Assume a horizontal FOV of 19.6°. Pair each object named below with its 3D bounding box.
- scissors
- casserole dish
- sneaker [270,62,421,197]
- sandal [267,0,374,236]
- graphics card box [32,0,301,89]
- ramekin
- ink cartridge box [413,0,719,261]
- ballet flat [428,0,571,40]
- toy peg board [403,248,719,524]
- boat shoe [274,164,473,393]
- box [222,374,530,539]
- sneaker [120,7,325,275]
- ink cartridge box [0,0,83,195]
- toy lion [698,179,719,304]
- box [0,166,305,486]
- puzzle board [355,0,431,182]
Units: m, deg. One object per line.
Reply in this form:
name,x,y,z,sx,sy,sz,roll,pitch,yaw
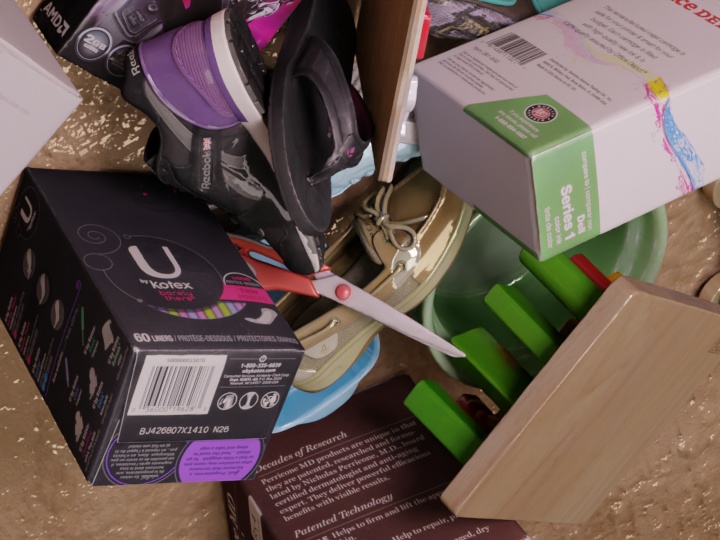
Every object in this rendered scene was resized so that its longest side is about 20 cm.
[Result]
scissors,-0.020,0.003,1.384,0.014,0.200,0.073,67,37,-82
casserole dish,-0.063,0.035,1.479,0.121,0.039,0.200,-35,137,-3
sneaker,-0.013,-0.087,1.395,0.200,0.074,0.082,-2,132,-20
sandal,-0.019,-0.110,1.280,0.048,0.201,0.075,-13,138,22
graphics card box,-0.091,-0.193,1.267,0.200,0.051,0.125,-49,136,13
ramekin,0.112,-0.021,1.502,0.200,0.098,0.200,-17,133,-20
ink cartridge box,0.155,-0.105,1.330,0.200,0.145,0.084,-24,127,-20
ballet flat,0.095,-0.175,1.400,0.200,0.072,0.072,9,119,-37
toy peg board,0.144,0.072,1.479,0.200,0.098,0.199,-52,150,15
boat shoe,-0.001,-0.001,1.415,0.063,0.073,0.201,26,118,-38
box,0.012,0.220,1.561,0.164,0.200,0.166,-21,133,-17
sneaker,-0.085,-0.072,1.295,0.087,0.076,0.200,-16,130,11
ink cartridge box,-0.270,-0.076,1.178,0.200,0.146,0.086,-47,134,9
toy lion,0.365,-0.052,1.673,0.191,0.069,0.200,-26,135,-23
box,-0.138,0.031,1.311,0.122,0.200,0.106,2,124,-33
puzzle board,0.025,-0.177,1.261,0.017,0.151,0.200,3,130,-10
